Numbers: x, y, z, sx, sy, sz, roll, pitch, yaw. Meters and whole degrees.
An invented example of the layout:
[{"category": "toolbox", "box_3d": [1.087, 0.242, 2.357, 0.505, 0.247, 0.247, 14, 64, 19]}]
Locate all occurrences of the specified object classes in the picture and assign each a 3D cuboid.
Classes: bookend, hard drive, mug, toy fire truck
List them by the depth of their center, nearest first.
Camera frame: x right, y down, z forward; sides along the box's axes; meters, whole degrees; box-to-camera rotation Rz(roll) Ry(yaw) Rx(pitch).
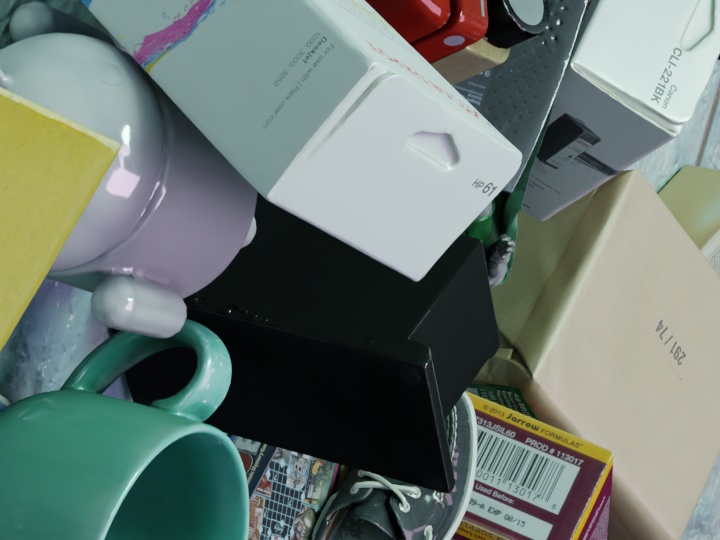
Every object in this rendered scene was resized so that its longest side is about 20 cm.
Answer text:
[{"category": "mug", "box_3d": [-0.134, 0.126, 1.367, 0.185, 0.114, 0.152, -53, 145, -40]}, {"category": "toy fire truck", "box_3d": [0.012, -0.211, 1.489, 0.200, 0.129, 0.176, 20, 59, -45]}, {"category": "bookend", "box_3d": [0.000, 0.000, 1.498, 0.200, 0.198, 0.092, -53, 144, -39]}, {"category": "hard drive", "box_3d": [0.061, -0.152, 1.624, 0.042, 0.135, 0.200, 82, 26, -79]}]

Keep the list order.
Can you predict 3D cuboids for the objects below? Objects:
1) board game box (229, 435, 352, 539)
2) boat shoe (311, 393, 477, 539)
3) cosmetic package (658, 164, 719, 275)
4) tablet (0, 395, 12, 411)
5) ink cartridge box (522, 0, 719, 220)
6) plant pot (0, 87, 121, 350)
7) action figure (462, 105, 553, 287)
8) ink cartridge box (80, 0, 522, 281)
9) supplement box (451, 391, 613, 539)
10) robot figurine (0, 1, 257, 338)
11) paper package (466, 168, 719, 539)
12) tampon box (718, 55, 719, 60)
[{"category": "board game box", "box_3d": [-0.032, 0.145, 1.693, 0.136, 0.035, 0.200, -62, 151, -25]}, {"category": "boat shoe", "box_3d": [0.013, 0.156, 1.663, 0.060, 0.076, 0.200, 39, 68, -68]}, {"category": "cosmetic package", "box_3d": [0.235, 0.012, 2.102, 0.200, 0.071, 0.105, -42, 138, -48]}, {"category": "tablet", "box_3d": [-0.179, 0.148, 1.433, 0.130, 0.014, 0.200, -68, 153, -15]}, {"category": "ink cartridge box", "box_3d": [0.149, -0.133, 1.731, 0.144, 0.084, 0.200, -63, -167, -23]}, {"category": "plant pot", "box_3d": [-0.246, -0.009, 1.038, 0.194, 0.195, 0.200, 24, 88, -63]}, {"category": "action figure", "box_3d": [0.060, -0.030, 1.724, 0.200, 0.118, 0.055, 85, 7, -54]}, {"category": "ink cartridge box", "box_3d": [-0.037, -0.100, 1.309, 0.085, 0.200, 0.144, -50, 146, 9]}, {"category": "supplement box", "box_3d": [0.099, 0.173, 1.830, 0.086, 0.110, 0.200, -61, 164, -23]}, {"category": "robot figurine", "box_3d": [-0.124, -0.047, 1.328, 0.200, 0.113, 0.170, 25, 41, -63]}, {"category": "paper package", "box_3d": [0.163, 0.060, 1.879, 0.200, 0.103, 0.191, 49, 55, -34]}, {"category": "tampon box", "box_3d": [0.227, -0.241, 1.870, 0.126, 0.150, 0.200, -67, 152, -16]}]
